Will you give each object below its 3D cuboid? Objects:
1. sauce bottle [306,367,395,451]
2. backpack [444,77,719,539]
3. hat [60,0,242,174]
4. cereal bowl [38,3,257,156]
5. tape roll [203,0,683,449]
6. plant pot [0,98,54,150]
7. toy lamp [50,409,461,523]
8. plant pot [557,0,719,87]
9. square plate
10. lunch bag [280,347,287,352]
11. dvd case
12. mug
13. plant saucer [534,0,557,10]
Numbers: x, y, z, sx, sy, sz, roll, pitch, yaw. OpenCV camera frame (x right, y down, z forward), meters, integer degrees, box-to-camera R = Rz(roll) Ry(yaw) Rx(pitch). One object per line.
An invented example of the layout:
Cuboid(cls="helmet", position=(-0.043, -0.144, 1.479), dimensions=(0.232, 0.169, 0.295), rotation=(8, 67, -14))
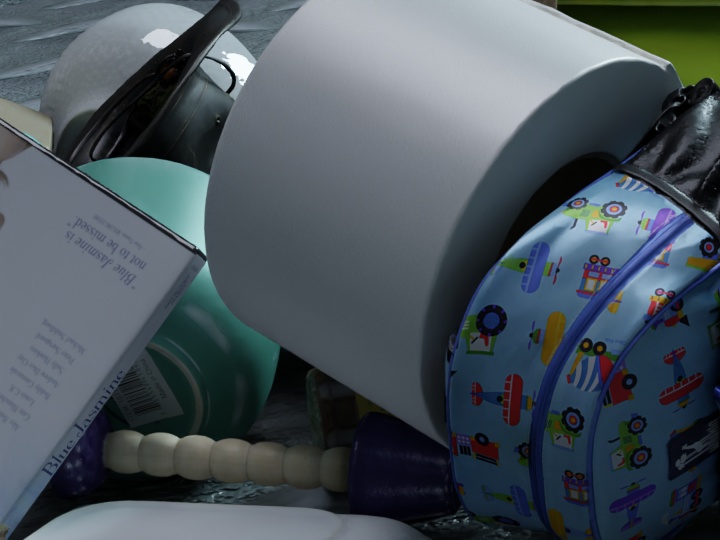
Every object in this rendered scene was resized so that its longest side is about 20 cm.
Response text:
Cuboid(cls="sauce bottle", position=(0.073, 0.066, 1.176), dimensions=(0.199, 0.065, 0.065), rotation=(-7, 13, -8))
Cuboid(cls="backpack", position=(0.135, 0.040, 1.019), dimensions=(0.200, 0.183, 0.134), rotation=(-34, 48, -29))
Cuboid(cls="hat", position=(-0.112, -0.062, 1.320), dimensions=(0.200, 0.081, 0.201), rotation=(-42, 15, 14))
Cuboid(cls="cereal bowl", position=(-0.148, -0.077, 1.582), dimensions=(0.199, 0.201, 0.083), rotation=(3, 19, 35))
Cuboid(cls="tape roll", position=(0.043, -0.031, 1.087), dimensions=(0.139, 0.203, 0.202), rotation=(29, 32, 33))
Cuboid(cls="plant pot", position=(-0.290, -0.029, 1.508), dimensions=(0.176, 0.201, 0.200), rotation=(2, 12, -7))
Cuboid(cls="toy lamp", position=(-0.049, 0.091, 1.113), dimensions=(0.199, 0.058, 0.058), rotation=(5, 16, 13))
Cuboid(cls="plant pot", position=(0.155, -0.098, 1.436), dimensions=(0.199, 0.182, 0.199), rotation=(-2, 0, -15))
Cuboid(cls="square plate", position=(-0.094, 0.142, 1.018), dimensions=(0.199, 0.029, 0.198), rotation=(-1, 14, 26))
Cuboid(cls="lunch bag", position=(-0.050, -0.011, 1.431), dimensions=(0.170, 0.123, 0.200), rotation=(-6, 8, -2))
Cuboid(cls="dvd case", position=(-0.185, 0.038, 1.107), dimensions=(0.142, 0.200, 0.018), rotation=(32, -8, 24))
Cuboid(cls="mug", position=(-0.132, 0.029, 1.197), dimensions=(0.184, 0.152, 0.115), rotation=(18, 34, -9))
Cuboid(cls="plant saucer", position=(0.067, -0.131, 1.367), dimensions=(0.029, 0.201, 0.200), rotation=(6, 9, -17))
